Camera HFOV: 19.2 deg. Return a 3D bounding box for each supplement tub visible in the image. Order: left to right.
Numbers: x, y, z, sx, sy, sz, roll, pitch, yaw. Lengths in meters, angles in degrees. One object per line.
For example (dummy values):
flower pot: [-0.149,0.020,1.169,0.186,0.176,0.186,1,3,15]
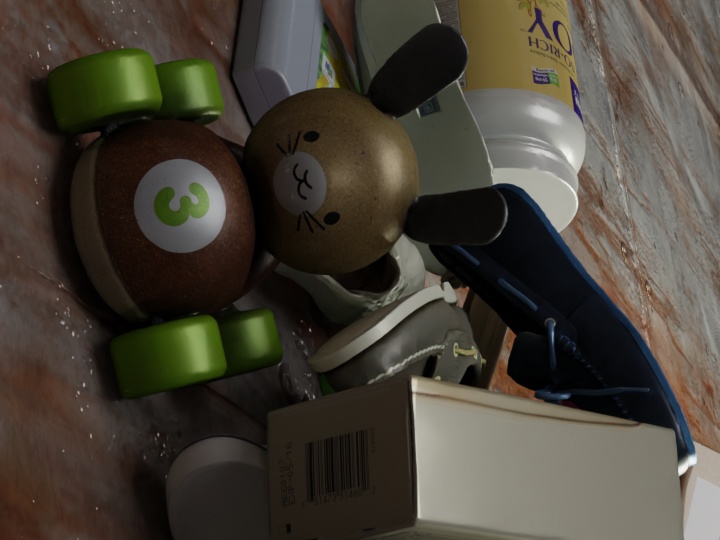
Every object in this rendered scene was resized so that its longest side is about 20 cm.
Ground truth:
supplement tub: [0.088,-0.129,1.558,0.145,0.144,0.201,47,33,-55]

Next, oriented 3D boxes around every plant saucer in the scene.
plant saucer: [0.073,0.058,1.407,0.200,0.029,0.201,19,90,-90]

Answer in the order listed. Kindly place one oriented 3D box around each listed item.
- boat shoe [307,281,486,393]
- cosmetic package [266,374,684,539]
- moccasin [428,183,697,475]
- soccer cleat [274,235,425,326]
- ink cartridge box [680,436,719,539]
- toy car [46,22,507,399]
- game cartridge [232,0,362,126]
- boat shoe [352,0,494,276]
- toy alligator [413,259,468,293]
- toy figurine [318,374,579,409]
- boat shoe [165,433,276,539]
boat shoe: [0.026,0.047,1.101,0.061,0.072,0.202,63,12,3]
cosmetic package: [0.059,0.108,1.047,0.199,0.103,0.074,13,68,-44]
moccasin: [0.108,0.044,1.175,0.200,0.068,0.081,53,-15,32]
soccer cleat: [0.000,0.000,1.288,0.200,0.077,0.070,29,85,-61]
ink cartridge box: [0.159,0.219,1.290,0.075,0.165,0.201,28,63,-19]
toy car: [-0.030,-0.042,1.052,0.158,0.199,0.166,-6,82,-72]
game cartridge: [-0.023,-0.090,1.376,0.134,0.040,0.200,-82,151,-42]
boat shoe: [0.040,-0.096,1.399,0.072,0.070,0.202,-177,-107,-84]
toy alligator: [0.024,0.048,1.298,0.201,0.054,0.060,103,-12,-53]
toy figurine: [0.088,0.131,1.247,0.150,0.183,0.201,-112,-173,-64]
boat shoe: [-0.044,0.124,1.100,0.200,0.072,0.066,44,22,-51]
